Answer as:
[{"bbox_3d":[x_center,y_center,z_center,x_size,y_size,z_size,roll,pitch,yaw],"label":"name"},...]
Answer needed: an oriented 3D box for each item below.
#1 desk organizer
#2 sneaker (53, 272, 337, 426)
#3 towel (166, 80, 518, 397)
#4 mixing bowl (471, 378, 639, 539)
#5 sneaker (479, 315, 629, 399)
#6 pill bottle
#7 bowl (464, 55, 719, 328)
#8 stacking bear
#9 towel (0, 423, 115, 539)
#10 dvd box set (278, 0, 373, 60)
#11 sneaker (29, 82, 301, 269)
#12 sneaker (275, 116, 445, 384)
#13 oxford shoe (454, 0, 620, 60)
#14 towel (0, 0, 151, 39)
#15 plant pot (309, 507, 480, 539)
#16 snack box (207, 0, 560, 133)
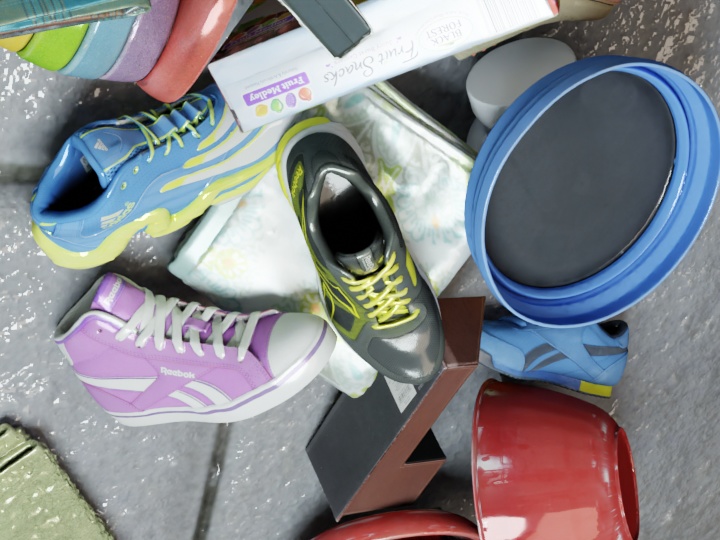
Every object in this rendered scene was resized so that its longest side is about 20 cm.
[{"bbox_3d":[0.038,0.108,1.053,0.077,0.072,0.200,-1,139,-34],"label":"desk organizer"},{"bbox_3d":[-0.122,0.045,0.903,0.200,0.073,0.114,-15,127,26],"label":"sneaker"},{"bbox_3d":[-0.012,-0.032,0.938,0.171,0.048,0.200,36,99,-9],"label":"towel"},{"bbox_3d":[0.171,0.184,1.118,0.108,0.200,0.200,-8,132,18],"label":"mixing bowl"},{"bbox_3d":[0.151,0.055,1.135,0.200,0.066,0.078,14,99,-36],"label":"sneaker"},{"bbox_3d":[0.144,-0.071,1.011,0.112,0.112,0.200,-32,130,-9],"label":"pill bottle"},{"bbox_3d":[0.160,-0.055,0.930,0.201,0.039,0.201,-14,123,-23],"label":"bowl"},{"bbox_3d":[-0.184,-0.175,0.758,0.200,0.121,0.114,15,115,-27],"label":"stacking bear"},{"bbox_3d":[-0.264,0.212,1.002,0.148,0.036,0.200,-34,130,-9],"label":"towel"},{"bbox_3d":[-0.072,-0.213,0.734,0.029,0.200,0.146,-39,133,9],"label":"dvd box set"},{"bbox_3d":[-0.125,-0.071,0.852,0.200,0.076,0.105,-37,170,-4],"label":"sneaker"},{"bbox_3d":[0.000,0.000,0.877,0.074,0.085,0.200,-28,111,2],"label":"sneaker"},{"bbox_3d":[0.087,-0.187,0.938,0.200,0.070,0.075,1,122,-19],"label":"oxford shoe"},{"bbox_3d":[-0.202,-0.213,0.694,0.147,0.022,0.200,-16,82,-21],"label":"towel"},{"bbox_3d":[0.029,0.309,1.115,0.200,0.183,0.200,-10,152,-6],"label":"plant pot"},{"bbox_3d":[0.020,-0.161,0.806,0.200,0.142,0.053,-18,112,18],"label":"snack box"}]
